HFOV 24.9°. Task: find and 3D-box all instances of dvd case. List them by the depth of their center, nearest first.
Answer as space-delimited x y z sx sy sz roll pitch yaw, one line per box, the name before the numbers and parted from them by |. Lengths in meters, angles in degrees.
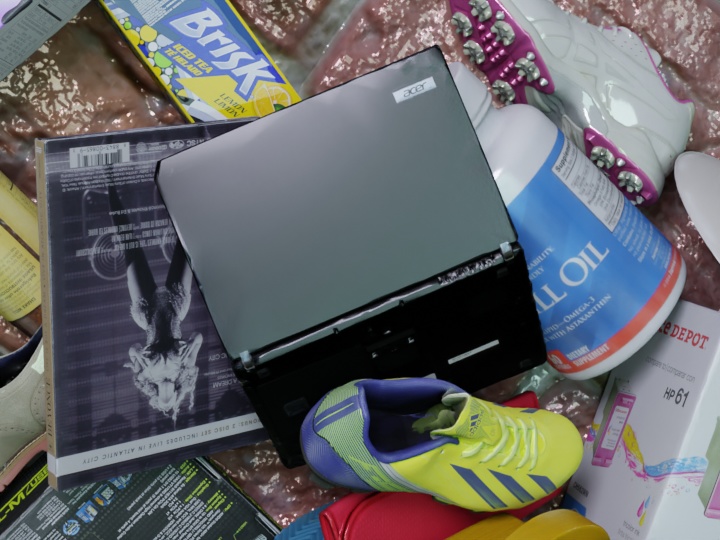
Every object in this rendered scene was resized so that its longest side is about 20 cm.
dvd case | -0.116 0.016 0.941 0.148 0.016 0.201 -10 107 -37

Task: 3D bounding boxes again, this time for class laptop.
laptop | 0.000 0.000 0.955 0.177 0.103 0.200 -22 144 -1

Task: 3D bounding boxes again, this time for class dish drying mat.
dish drying mat | 0.055 0.143 1.007 0.200 0.018 0.077 -25 106 -43

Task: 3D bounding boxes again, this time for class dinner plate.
dinner plate | 0.279 -0.006 1.040 0.200 0.200 0.024 37 116 -15

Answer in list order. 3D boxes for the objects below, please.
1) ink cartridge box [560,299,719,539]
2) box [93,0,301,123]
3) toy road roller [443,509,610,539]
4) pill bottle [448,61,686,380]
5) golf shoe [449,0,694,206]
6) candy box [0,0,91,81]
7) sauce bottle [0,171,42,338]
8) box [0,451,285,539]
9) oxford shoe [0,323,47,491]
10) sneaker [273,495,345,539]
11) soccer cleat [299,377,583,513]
ink cartridge box | 0.209 0.122 1.058 0.084 0.145 0.201 21 91 -14
box | -0.087 -0.117 0.998 0.064 0.070 0.200 -37 103 -4
toy road roller | 0.104 0.233 0.962 0.123 0.146 0.201 -19 123 -36
pill bottle | 0.102 -0.033 1.032 0.200 0.112 0.112 42 86 -14
golf shoe | 0.139 -0.134 1.058 0.200 0.075 0.092 47 69 -16
candy box | -0.234 -0.199 0.913 0.200 0.072 0.168 -42 84 3
sauce bottle | -0.198 0.005 0.986 0.066 0.066 0.200 -44 112 -5
box | -0.150 0.201 1.013 0.200 0.048 0.193 -45 120 -5
oxford shoe | -0.233 0.095 0.973 0.200 0.071 0.074 -37 116 8
sneaker | 0.017 0.179 1.029 0.200 0.076 0.081 -24 106 -33
soccer cleat | 0.061 0.099 0.952 0.200 0.084 0.065 7 56 -32
